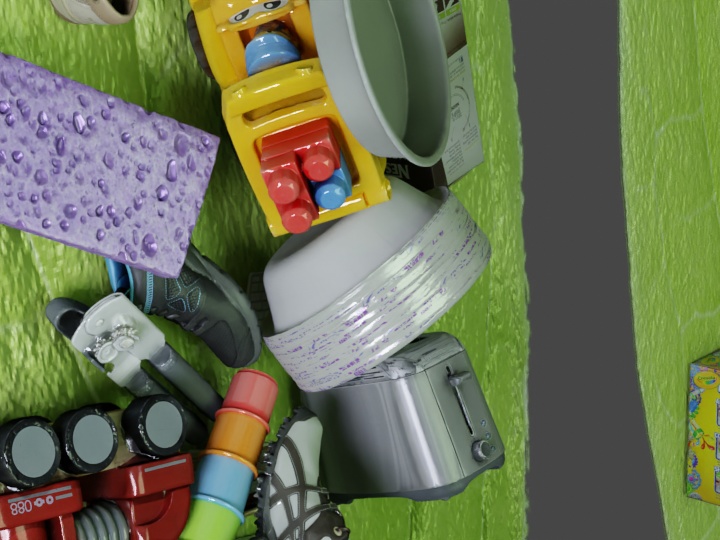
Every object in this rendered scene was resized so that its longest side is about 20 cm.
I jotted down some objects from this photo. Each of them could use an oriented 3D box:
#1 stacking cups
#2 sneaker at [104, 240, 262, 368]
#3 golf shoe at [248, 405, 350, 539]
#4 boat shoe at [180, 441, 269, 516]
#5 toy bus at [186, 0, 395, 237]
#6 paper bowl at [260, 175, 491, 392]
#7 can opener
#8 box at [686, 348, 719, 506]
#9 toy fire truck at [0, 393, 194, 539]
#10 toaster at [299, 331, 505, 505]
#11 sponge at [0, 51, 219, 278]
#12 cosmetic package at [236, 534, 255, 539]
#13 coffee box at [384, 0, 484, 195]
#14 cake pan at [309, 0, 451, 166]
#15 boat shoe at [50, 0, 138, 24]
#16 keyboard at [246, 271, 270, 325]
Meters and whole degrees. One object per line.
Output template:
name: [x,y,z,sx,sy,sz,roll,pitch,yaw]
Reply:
stacking cups: [-0.110,0.175,1.077,0.061,0.060,0.201,53,44,-41]
sneaker: [-0.152,0.012,1.070,0.082,0.073,0.200,-48,121,-23]
golf shoe: [-0.043,0.201,1.074,0.078,0.094,0.201,93,9,-52]
boat shoe: [-0.125,0.184,1.129,0.200,0.076,0.072,-16,112,-45]
toy bus: [-0.052,-0.125,1.034,0.192,0.135,0.201,-90,161,-57]
paper bowl: [0.000,0.000,1.125,0.104,0.200,0.201,52,58,-12]
can opener: [-0.167,0.072,1.069,0.053,0.066,0.200,-46,141,-7]
box: [0.545,0.202,1.857,0.200,0.122,0.194,-18,111,-45]
toy fire truck: [-0.191,0.198,0.977,0.176,0.128,0.201,-6,86,-48]
toaster: [0.027,0.132,1.223,0.113,0.199,0.130,-20,96,-45]
sponge: [-0.204,-0.075,0.968,0.199,0.030,0.112,20,82,-29]
cosmetic package: [-0.047,0.331,1.158,0.165,0.199,0.166,-2,101,-48]
coffee box: [0.030,-0.176,1.189,0.080,0.113,0.201,-35,123,-41]
cake pan: [0.016,-0.173,1.022,0.200,0.037,0.201,-11,90,-67]
boat shoe: [-0.193,-0.272,0.952,0.071,0.064,0.201,-32,122,-40]
keyboard: [-0.032,0.022,1.245,0.199,0.011,0.057,-6,103,-47]
